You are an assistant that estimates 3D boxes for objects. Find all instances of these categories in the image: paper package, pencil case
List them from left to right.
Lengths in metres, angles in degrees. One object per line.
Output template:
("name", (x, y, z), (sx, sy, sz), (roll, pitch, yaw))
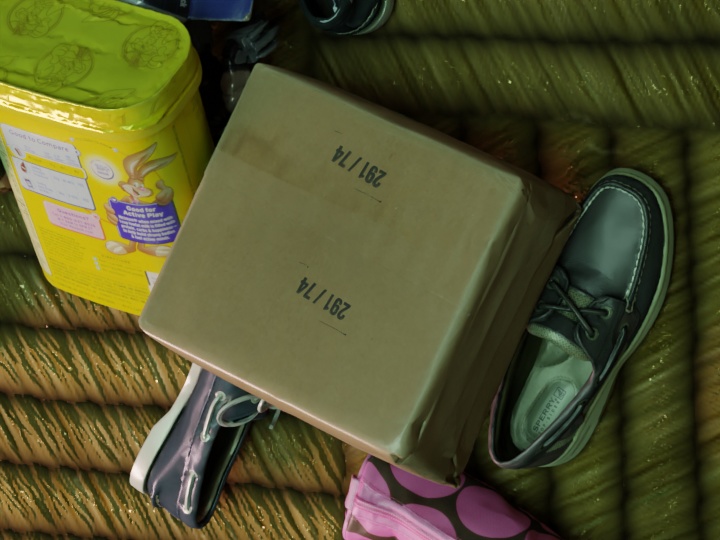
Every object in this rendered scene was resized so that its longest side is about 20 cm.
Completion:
("paper package", (0.000, 0.000, 1.574), (0.200, 0.103, 0.191), (24, 88, 27))
("pencil case", (0.078, 0.179, 1.641), (0.200, 0.094, 0.091), (29, 114, 20))

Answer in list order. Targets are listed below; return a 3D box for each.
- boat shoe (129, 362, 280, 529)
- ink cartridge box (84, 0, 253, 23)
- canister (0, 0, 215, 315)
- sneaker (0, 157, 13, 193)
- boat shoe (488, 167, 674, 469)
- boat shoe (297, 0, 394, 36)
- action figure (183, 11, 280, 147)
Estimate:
("boat shoe", (-0.083, 0.082, 1.712), (0.062, 0.075, 0.200), (37, 112, 15))
("ink cartridge box", (-0.139, -0.250, 1.625), (0.200, 0.041, 0.200), (2, 78, 36))
("canister", (-0.154, -0.067, 1.626), (0.148, 0.087, 0.200), (17, 144, 24))
("sneaker", (-0.250, -0.092, 1.693), (0.067, 0.200, 0.090), (-5, 94, 13))
("boat shoe", (0.130, 0.036, 1.595), (0.072, 0.066, 0.201), (29, 113, 20))
("boat shoe", (-0.030, -0.240, 1.614), (0.074, 0.066, 0.200), (-2, 101, 29))
("action figure", (-0.109, -0.138, 1.675), (0.130, 0.069, 0.200), (-38, 80, 35))
